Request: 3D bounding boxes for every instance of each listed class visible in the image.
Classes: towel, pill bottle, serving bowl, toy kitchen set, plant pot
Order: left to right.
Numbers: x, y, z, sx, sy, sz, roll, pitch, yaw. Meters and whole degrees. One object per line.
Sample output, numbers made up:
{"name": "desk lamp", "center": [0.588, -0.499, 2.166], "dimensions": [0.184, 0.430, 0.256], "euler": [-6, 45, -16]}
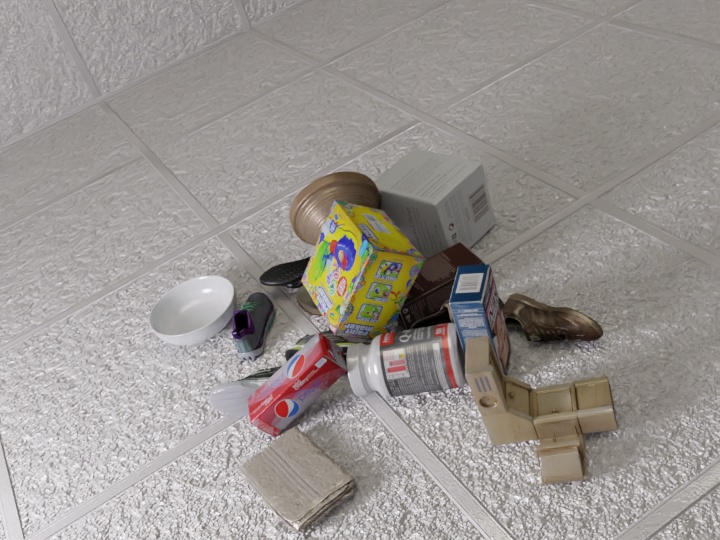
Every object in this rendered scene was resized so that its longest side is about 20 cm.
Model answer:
{"name": "serving bowl", "center": [-0.361, 0.098, 1.810], "dimensions": [0.200, 0.066, 0.200], "euler": [-13, 36, 10]}
{"name": "towel", "center": [-0.107, 0.351, 1.383], "dimensions": [0.132, 0.035, 0.200], "euler": [-34, 37, -21]}
{"name": "plant pot", "center": [-0.042, -0.103, 1.716], "dimensions": [0.201, 0.201, 0.093], "euler": [-21, 55, -2]}
{"name": "pill bottle", "center": [0.083, 0.165, 1.466], "dimensions": [0.200, 0.116, 0.116], "euler": [-10, 36, 12]}
{"name": "toy kitchen set", "center": [0.280, 0.208, 1.259], "dimensions": [0.200, 0.181, 0.163], "euler": [-12, 37, 18]}

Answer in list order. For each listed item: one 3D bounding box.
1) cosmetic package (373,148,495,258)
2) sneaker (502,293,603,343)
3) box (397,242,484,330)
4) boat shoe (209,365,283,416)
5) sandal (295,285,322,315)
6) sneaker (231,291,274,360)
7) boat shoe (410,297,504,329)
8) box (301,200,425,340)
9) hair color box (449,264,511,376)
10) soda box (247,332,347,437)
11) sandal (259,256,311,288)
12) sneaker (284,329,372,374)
{"name": "cosmetic package", "center": [0.157, -0.143, 1.794], "dimensions": [0.200, 0.168, 0.166], "euler": [19, 51, 42]}
{"name": "sneaker", "center": [0.340, 0.105, 1.483], "dimensions": [0.200, 0.070, 0.076], "euler": [18, 69, 45]}
{"name": "box", "center": [0.148, 0.032, 1.650], "dimensions": [0.200, 0.075, 0.100], "euler": [-29, 36, -9]}
{"name": "boat shoe", "center": [-0.187, 0.226, 1.568], "dimensions": [0.200, 0.072, 0.071], "euler": [-7, 27, 0]}
{"name": "sandal", "center": [-0.068, 0.066, 1.722], "dimensions": [0.082, 0.055, 0.200], "euler": [-33, 38, -18]}
{"name": "sneaker", "center": [-0.231, 0.094, 1.733], "dimensions": [0.074, 0.088, 0.200], "euler": [-13, 36, 9]}
{"name": "boat shoe", "center": [0.183, 0.096, 1.546], "dimensions": [0.200, 0.073, 0.075], "euler": [-28, 36, -11]}
{"name": "box", "center": [0.000, 0.000, 1.600], "dimensions": [0.122, 0.193, 0.200], "euler": [10, 25, -31]}
{"name": "hair color box", "center": [0.211, 0.097, 1.421], "dimensions": [0.060, 0.200, 0.100], "euler": [-3, 39, 22]}
{"name": "soda box", "center": [-0.116, 0.207, 1.477], "dimensions": [0.200, 0.063, 0.070], "euler": [-43, 32, 17]}
{"name": "sandal", "center": [-0.128, 0.008, 1.844], "dimensions": [0.200, 0.048, 0.075], "euler": [-18, 32, -19]}
{"name": "sneaker", "center": [-0.046, 0.150, 1.590], "dimensions": [0.200, 0.074, 0.081], "euler": [1, 37, 23]}
